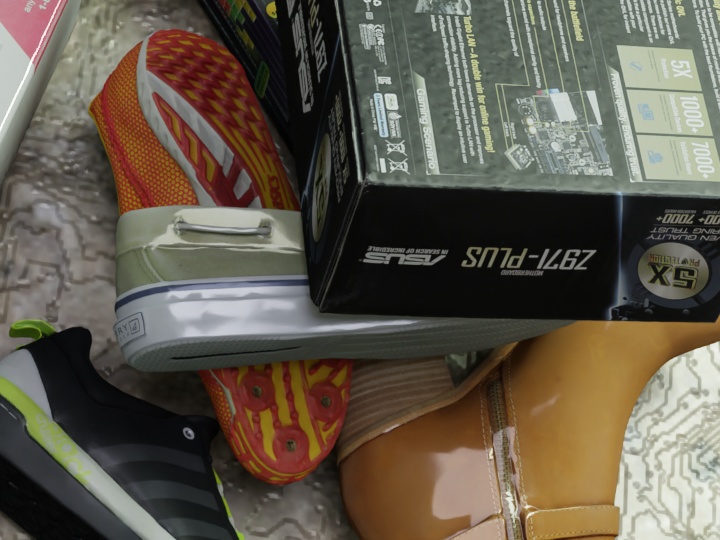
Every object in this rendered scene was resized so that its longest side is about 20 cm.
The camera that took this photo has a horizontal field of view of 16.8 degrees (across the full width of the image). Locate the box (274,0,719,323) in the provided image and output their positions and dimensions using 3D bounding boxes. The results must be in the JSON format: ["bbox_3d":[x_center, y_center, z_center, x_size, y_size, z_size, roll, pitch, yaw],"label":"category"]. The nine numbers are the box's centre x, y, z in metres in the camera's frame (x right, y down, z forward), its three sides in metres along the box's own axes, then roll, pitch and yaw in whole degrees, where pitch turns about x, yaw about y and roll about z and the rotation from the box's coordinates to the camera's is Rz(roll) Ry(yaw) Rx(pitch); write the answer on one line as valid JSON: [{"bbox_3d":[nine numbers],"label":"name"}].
[{"bbox_3d":[0.058,-0.085,0.945,0.164,0.086,0.200,1,56,-14],"label":"box"}]

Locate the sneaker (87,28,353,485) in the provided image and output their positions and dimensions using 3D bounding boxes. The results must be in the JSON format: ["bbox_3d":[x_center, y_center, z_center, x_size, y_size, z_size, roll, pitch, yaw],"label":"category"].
[{"bbox_3d":[-0.058,-0.002,1.019,0.073,0.077,0.200,-4,67,-34],"label":"sneaker"}]

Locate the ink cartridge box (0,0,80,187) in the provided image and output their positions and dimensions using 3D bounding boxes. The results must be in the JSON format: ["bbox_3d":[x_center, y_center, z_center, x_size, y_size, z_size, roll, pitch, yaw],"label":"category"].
[{"bbox_3d":[-0.230,-0.107,1.012,0.200,0.083,0.147,22,63,-4],"label":"ink cartridge box"}]

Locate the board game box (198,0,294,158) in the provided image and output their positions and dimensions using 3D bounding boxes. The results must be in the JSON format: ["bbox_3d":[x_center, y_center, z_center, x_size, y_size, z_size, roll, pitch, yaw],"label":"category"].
[{"bbox_3d":[0.038,-0.130,1.109,0.200,0.057,0.165,-26,75,-23],"label":"board game box"}]

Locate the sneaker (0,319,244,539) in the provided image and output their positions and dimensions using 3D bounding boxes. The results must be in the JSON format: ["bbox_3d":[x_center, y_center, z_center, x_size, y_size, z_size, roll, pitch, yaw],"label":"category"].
[{"bbox_3d":[-0.074,0.093,0.973,0.200,0.072,0.083,42,60,5],"label":"sneaker"}]

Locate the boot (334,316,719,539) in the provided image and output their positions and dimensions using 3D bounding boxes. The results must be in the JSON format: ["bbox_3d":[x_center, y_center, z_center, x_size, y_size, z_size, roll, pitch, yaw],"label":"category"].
[{"bbox_3d":[0.090,0.083,1.023,0.200,0.074,0.155,-14,70,-7],"label":"boot"}]

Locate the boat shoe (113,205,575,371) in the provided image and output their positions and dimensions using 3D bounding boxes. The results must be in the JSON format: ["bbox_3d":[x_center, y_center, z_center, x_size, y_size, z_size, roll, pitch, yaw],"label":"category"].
[{"bbox_3d":[0.000,0.000,0.956,0.200,0.072,0.062,-2,76,-22],"label":"boat shoe"}]
